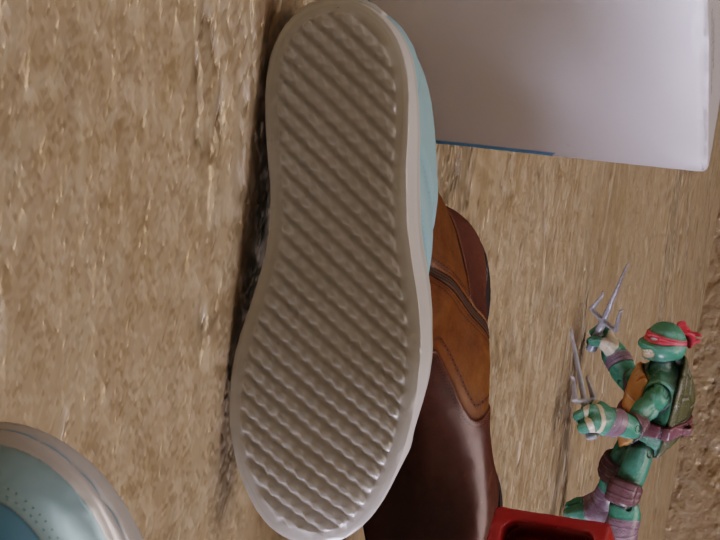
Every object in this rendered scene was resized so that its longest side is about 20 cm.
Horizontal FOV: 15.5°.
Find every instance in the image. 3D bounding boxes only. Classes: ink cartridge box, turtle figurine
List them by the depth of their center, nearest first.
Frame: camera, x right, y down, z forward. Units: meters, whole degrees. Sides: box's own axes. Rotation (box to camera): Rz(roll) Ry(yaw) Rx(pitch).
[{"bbox_3d":[0.094,-0.171,1.152,0.146,0.147,0.200,79,21,-55],"label":"ink cartridge box"},{"bbox_3d":[0.199,0.105,1.976,0.150,0.101,0.200,-46,147,-71],"label":"turtle figurine"}]

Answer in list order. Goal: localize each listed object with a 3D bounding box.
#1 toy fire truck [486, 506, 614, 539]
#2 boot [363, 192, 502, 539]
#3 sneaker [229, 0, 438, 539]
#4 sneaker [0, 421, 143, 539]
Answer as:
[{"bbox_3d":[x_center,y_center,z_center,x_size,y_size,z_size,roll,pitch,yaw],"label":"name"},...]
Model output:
[{"bbox_3d":[0.066,0.212,1.078,0.141,0.049,0.200,72,28,-63],"label":"toy fire truck"},{"bbox_3d":[0.023,0.043,1.138,0.200,0.068,0.188,61,38,-70],"label":"boot"},{"bbox_3d":[0.000,0.000,0.987,0.082,0.074,0.200,-10,108,-75],"label":"sneaker"},{"bbox_3d":[-0.097,0.141,0.595,0.131,0.080,0.200,-40,135,-75],"label":"sneaker"}]
